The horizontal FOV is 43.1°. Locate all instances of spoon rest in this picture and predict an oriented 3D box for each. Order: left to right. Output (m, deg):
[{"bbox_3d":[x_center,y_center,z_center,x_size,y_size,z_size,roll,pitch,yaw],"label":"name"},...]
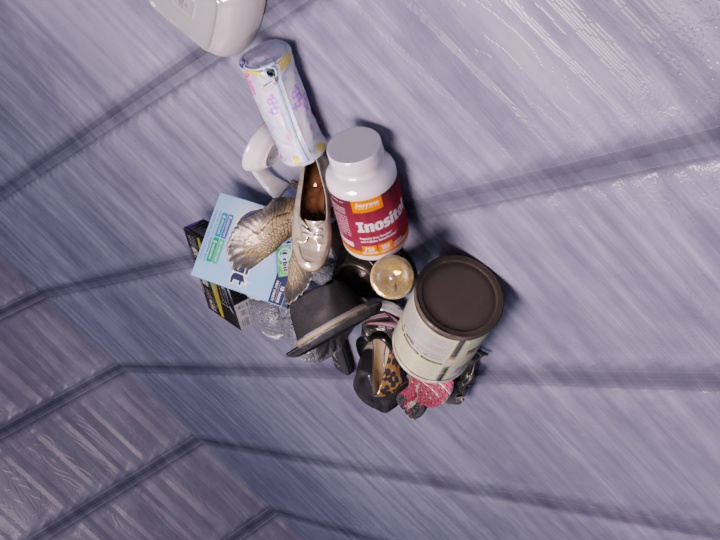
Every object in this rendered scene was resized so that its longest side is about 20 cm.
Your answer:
[{"bbox_3d":[-0.168,-0.193,1.586,0.060,0.100,0.200,31,161,15],"label":"spoon rest"}]

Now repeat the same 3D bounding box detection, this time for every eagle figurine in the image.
[{"bbox_3d":[-0.114,-0.060,1.579,0.151,0.200,0.151,2,132,51],"label":"eagle figurine"}]

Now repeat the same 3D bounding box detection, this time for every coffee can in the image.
[{"bbox_3d":[0.141,0.085,1.517,0.146,0.146,0.200,37,152,10],"label":"coffee can"}]

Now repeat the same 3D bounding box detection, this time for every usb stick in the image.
[{"bbox_3d":[-0.052,0.159,1.996,0.055,0.033,0.201,23,148,30],"label":"usb stick"}]

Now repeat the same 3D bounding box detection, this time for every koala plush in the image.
[{"bbox_3d":[-0.135,0.083,1.792,0.199,0.184,0.178,13,145,25],"label":"koala plush"}]

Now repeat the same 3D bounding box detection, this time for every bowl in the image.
[{"bbox_3d":[-0.243,-0.422,1.367,0.200,0.075,0.200,41,151,1],"label":"bowl"}]

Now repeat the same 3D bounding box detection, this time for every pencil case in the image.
[{"bbox_3d":[-0.118,-0.259,1.424,0.091,0.083,0.201,46,164,45],"label":"pencil case"}]

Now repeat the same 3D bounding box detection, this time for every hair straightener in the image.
[{"bbox_3d":[0.200,0.209,1.705,0.041,0.077,0.200,10,147,-11],"label":"hair straightener"}]

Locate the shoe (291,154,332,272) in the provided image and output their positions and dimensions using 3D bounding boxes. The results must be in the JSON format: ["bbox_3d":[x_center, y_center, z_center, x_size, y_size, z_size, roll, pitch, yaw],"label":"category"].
[{"bbox_3d":[-0.082,-0.099,1.502,0.069,0.201,0.053,1,172,9],"label":"shoe"}]

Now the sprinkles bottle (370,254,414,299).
[{"bbox_3d":[0.052,0.012,1.458,0.068,0.068,0.200,40,-179,3],"label":"sprinkles bottle"}]

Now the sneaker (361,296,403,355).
[{"bbox_3d":[0.092,0.125,1.675,0.199,0.087,0.081,16,148,13],"label":"sneaker"}]

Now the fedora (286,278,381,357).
[{"bbox_3d":[-0.063,0.074,1.593,0.092,0.200,0.201,61,152,4],"label":"fedora"}]

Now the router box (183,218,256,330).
[{"bbox_3d":[-0.287,0.008,1.886,0.157,0.052,0.201,26,136,51],"label":"router box"}]

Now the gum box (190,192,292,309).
[{"bbox_3d":[-0.202,-0.039,1.724,0.199,0.171,0.045,19,176,18],"label":"gum box"}]

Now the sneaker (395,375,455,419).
[{"bbox_3d":[0.133,0.223,1.778,0.081,0.075,0.200,49,152,4],"label":"sneaker"}]

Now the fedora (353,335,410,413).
[{"bbox_3d":[0.044,0.232,1.909,0.200,0.092,0.201,31,151,19],"label":"fedora"}]

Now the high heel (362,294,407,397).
[{"bbox_3d":[0.027,0.137,1.742,0.200,0.143,0.071,50,151,-16],"label":"high heel"}]

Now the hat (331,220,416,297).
[{"bbox_3d":[0.000,0.000,1.648,0.200,0.081,0.201,31,152,19],"label":"hat"}]

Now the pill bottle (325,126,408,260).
[{"bbox_3d":[0.008,-0.120,1.430,0.113,0.113,0.201,23,148,32],"label":"pill bottle"}]
